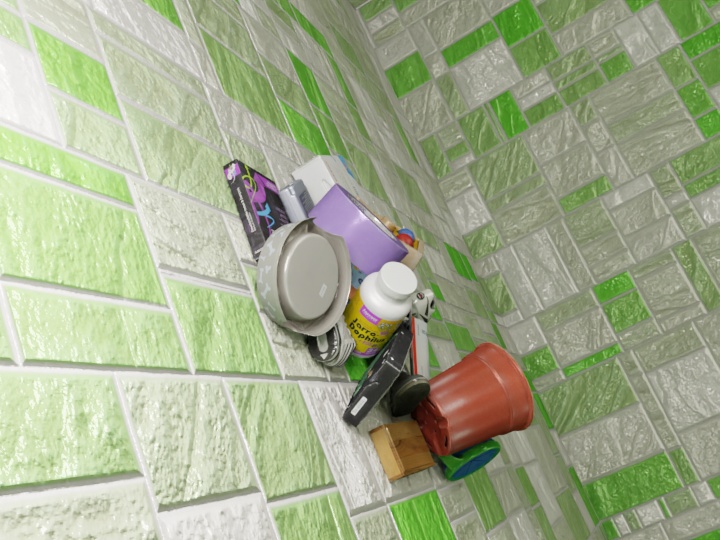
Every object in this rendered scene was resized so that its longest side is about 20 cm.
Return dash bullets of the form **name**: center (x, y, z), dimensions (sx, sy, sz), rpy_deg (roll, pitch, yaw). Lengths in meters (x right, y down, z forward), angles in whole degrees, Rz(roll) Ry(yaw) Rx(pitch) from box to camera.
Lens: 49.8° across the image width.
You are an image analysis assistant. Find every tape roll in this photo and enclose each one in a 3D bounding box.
- **tape roll**: center (-0.004, -0.074, 1.528), dimensions (0.200, 0.085, 0.200), rpy_deg (42, 8, -7)

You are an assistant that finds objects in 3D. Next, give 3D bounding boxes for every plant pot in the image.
- **plant pot**: center (0.219, 0.278, 1.610), dimensions (0.201, 0.194, 0.202), rpy_deg (45, -34, 42)

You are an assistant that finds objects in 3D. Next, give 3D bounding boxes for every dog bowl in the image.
- **dog bowl**: center (-0.096, 0.010, 1.310), dimensions (0.200, 0.058, 0.201), rpy_deg (-7, 98, -54)

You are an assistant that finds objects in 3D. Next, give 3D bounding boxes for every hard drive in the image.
- **hard drive**: center (0.036, 0.190, 1.423), dimensions (0.038, 0.140, 0.200), rpy_deg (36, 17, -1)

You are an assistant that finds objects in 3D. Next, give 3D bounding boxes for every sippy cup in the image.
- **sippy cup**: center (0.221, 0.376, 1.724), dimensions (0.131, 0.139, 0.178), rpy_deg (58, -6, 29)

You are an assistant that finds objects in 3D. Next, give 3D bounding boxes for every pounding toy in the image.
- **pounding toy**: center (0.049, -0.075, 1.813), dimensions (0.199, 0.143, 0.184), rpy_deg (31, 14, -2)

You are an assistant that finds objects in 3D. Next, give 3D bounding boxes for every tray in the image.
- **tray**: center (0.085, 0.345, 1.504), dimensions (0.099, 0.037, 0.200), rpy_deg (66, 17, 16)

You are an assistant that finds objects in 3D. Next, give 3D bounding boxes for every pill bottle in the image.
- **pill bottle**: center (0.031, 0.073, 1.468), dimensions (0.104, 0.200, 0.105), rpy_deg (15, 46, -17)

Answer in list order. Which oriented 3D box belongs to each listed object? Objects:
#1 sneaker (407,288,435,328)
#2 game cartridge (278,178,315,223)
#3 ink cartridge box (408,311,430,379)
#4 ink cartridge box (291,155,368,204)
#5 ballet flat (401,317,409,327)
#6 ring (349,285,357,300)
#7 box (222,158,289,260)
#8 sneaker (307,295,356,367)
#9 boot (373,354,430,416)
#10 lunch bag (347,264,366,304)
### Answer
- **sneaker**: center (0.143, 0.106, 1.884), dimensions (0.074, 0.088, 0.200), rpy_deg (58, -15, 19)
- **game cartridge**: center (-0.116, -0.114, 1.584), dimensions (0.134, 0.041, 0.200), rpy_deg (62, 7, -9)
- **ink cartridge box**: center (0.130, 0.182, 1.693), dimensions (0.200, 0.047, 0.161), rpy_deg (85, 4, -67)
- **ink cartridge box**: center (-0.068, -0.190, 1.830), dimensions (0.145, 0.084, 0.200), rpy_deg (61, 15, 0)
- **ballet flat**: center (0.081, 0.106, 1.774), dimensions (0.073, 0.073, 0.200), rpy_deg (59, 10, -8)
- **ring**: center (0.000, 0.000, 1.621), dimensions (0.200, 0.019, 0.201), rpy_deg (26, 42, -26)
- **box**: center (-0.175, -0.096, 1.435), dimensions (0.143, 0.036, 0.201), rpy_deg (26, 40, -64)
- **sneaker**: center (-0.059, 0.085, 1.435), dimensions (0.115, 0.075, 0.202), rpy_deg (52, 31, -62)
- **boot**: center (0.070, 0.179, 1.578), dimensions (0.182, 0.072, 0.201), rpy_deg (119, -37, -56)
- **lunch bag**: center (-0.016, 0.030, 1.647), dimensions (0.200, 0.094, 0.151), rpy_deg (26, 40, -49)
